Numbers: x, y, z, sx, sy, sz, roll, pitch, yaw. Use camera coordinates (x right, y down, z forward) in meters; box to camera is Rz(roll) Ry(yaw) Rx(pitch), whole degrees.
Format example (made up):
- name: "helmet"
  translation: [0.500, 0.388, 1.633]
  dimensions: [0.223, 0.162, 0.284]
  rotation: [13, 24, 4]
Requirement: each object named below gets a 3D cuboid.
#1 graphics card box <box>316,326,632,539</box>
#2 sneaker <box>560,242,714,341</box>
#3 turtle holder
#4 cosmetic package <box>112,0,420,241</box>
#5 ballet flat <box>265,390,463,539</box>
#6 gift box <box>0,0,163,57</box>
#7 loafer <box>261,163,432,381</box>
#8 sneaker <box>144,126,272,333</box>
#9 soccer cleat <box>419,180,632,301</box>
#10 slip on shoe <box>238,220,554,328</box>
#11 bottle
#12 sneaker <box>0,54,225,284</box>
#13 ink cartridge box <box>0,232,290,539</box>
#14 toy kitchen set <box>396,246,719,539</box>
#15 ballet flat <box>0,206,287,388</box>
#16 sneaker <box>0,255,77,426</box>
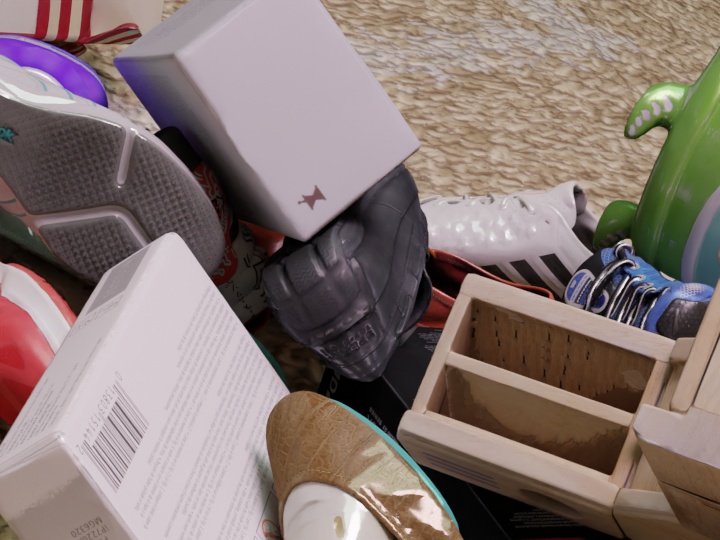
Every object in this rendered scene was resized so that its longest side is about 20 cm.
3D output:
- name: "graphics card box"
  translation: [0.075, 0.096, 1.039]
  dimensions: [0.125, 0.051, 0.200]
  rotation: [3, 30, -31]
- name: "sneaker"
  translation: [0.133, 0.035, 1.094]
  dimensions: [0.089, 0.079, 0.200]
  rotation: [38, -7, 6]
- name: "turtle holder"
  translation: [0.215, -0.057, 1.136]
  dimensions: [0.131, 0.186, 0.141]
  rotation: [32, 16, 20]
- name: "cosmetic package"
  translation: [-0.050, -0.080, 1.070]
  dimensions: [0.102, 0.071, 0.200]
  rotation: [54, -8, -13]
- name: "ballet flat"
  translation: [0.017, 0.133, 0.871]
  dimensions: [0.200, 0.068, 0.072]
  rotation: [50, 43, 12]
- name: "gift box"
  translation: [-0.214, -0.210, 1.298]
  dimensions: [0.184, 0.188, 0.199]
  rotation: [-3, 17, -43]
- name: "loafer"
  translation: [0.000, 0.000, 1.064]
  dimensions: [0.071, 0.068, 0.201]
  rotation: [57, 15, -9]
- name: "sneaker"
  translation: [-0.096, -0.012, 1.133]
  dimensions: [0.108, 0.067, 0.201]
  rotation: [56, -11, -9]
- name: "soccer cleat"
  translation: [0.082, -0.018, 1.240]
  dimensions: [0.199, 0.086, 0.069]
  rotation: [21, 24, 4]
- name: "slip on shoe"
  translation: [0.012, 0.003, 1.175]
  dimensions: [0.199, 0.062, 0.074]
  rotation: [23, 25, 9]
- name: "bottle"
  translation: [-0.169, -0.082, 1.147]
  dimensions: [0.083, 0.066, 0.200]
  rotation: [21, 4, -10]
- name: "sneaker"
  translation: [-0.146, -0.059, 1.007]
  dimensions: [0.199, 0.071, 0.080]
  rotation: [31, 11, -9]
- name: "ink cartridge box"
  translation: [-0.059, 0.097, 0.908]
  dimensions: [0.177, 0.045, 0.200]
  rotation: [54, 19, -14]
- name: "toy kitchen set"
  translation: [0.078, 0.079, 0.856]
  dimensions: [0.179, 0.164, 0.200]
  rotation: [19, -14, 21]
- name: "ballet flat"
  translation: [-0.121, 0.027, 1.048]
  dimensions: [0.199, 0.068, 0.064]
  rotation: [33, 55, 30]
- name: "sneaker"
  translation: [-0.196, 0.034, 0.978]
  dimensions: [0.115, 0.079, 0.200]
  rotation: [-21, 45, -28]
